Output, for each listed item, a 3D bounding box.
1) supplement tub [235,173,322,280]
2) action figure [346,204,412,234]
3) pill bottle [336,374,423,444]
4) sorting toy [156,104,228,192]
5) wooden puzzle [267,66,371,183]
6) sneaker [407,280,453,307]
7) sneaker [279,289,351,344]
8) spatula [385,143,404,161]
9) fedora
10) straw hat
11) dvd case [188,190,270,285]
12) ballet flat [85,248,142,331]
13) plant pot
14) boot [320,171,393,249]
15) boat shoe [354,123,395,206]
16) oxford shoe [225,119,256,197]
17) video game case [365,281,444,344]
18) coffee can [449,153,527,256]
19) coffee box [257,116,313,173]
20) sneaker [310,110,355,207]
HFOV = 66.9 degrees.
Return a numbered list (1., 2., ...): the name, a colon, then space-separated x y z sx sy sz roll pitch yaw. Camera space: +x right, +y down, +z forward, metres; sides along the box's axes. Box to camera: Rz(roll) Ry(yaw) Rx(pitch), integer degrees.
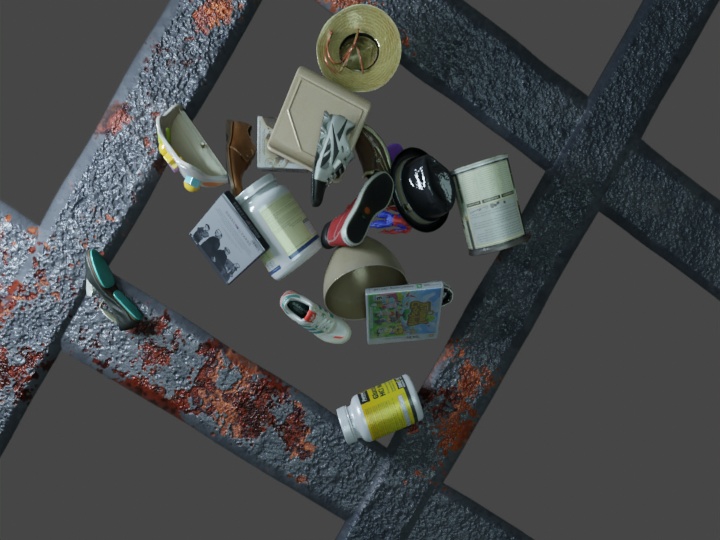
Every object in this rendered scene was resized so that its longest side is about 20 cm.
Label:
1. supplement tub: -0.192 -0.099 1.242 0.143 0.145 0.203 -35 97 -3
2. action figure: 0.062 -0.122 1.320 0.192 0.052 0.068 3 93 -9
3. pill bottle: 0.045 0.339 1.313 0.194 0.112 0.116 -21 96 -5
4. sorting toy: -0.388 -0.262 1.192 0.106 0.180 0.203 -36 96 -3
5. wooden puzzle: -0.091 -0.323 1.217 0.180 0.037 0.206 24 86 -8
6. sneaker: 0.131 0.065 1.319 0.193 0.088 0.079 -14 97 -4
7. sneaker: -0.107 0.119 1.291 0.196 0.093 0.072 33 90 -7
8. spatula: 0.116 -0.215 1.325 0.055 0.021 0.204 -29 93 -9
9. fedora: 0.160 -0.196 1.270 0.195 0.090 0.209 5 81 -34
10. straw hat: -0.004 -0.502 1.268 0.193 0.085 0.210 0 93 0
11. dvd case: -0.298 -0.067 1.224 0.152 0.198 0.025 53 45 -5
12. ballet flat: -0.583 0.053 1.249 0.067 0.068 0.203 -31 96 5
13. plant pot: 0.000 0.000 1.264 0.193 0.203 0.138 -12 53 -5
14. boot: -0.014 -0.136 1.235 0.072 0.143 0.203 44 65 -23
15. boat shoe: 0.034 -0.245 1.282 0.075 0.074 0.205 -39 99 -43
16. oxford shoe: -0.270 -0.256 1.229 0.068 0.072 0.207 0 65 -11
17. video game case: 0.101 0.104 1.276 0.175 0.023 0.204 -5 139 -2
18. coffee can: 0.303 -0.155 1.294 0.141 0.146 0.207 -16 95 -5
19. coffee box: -0.140 -0.289 1.268 0.192 0.080 0.118 0 93 -7
20. sneaker: -0.057 -0.232 1.165 0.085 0.074 0.208 13 88 -6
